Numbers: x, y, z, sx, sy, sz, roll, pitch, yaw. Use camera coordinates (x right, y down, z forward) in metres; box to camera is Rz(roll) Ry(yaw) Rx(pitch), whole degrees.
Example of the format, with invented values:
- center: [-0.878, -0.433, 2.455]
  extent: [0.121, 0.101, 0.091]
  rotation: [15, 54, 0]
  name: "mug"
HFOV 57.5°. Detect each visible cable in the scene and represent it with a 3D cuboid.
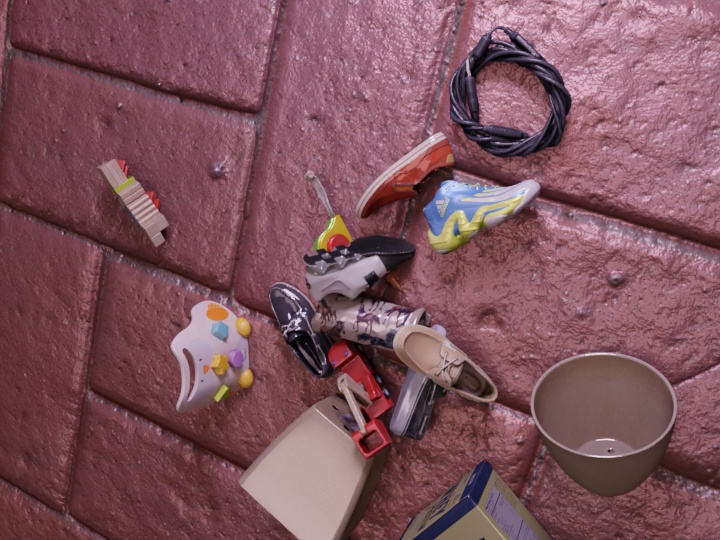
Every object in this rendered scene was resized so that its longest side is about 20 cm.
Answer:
- center: [0.226, -0.258, 1.005]
  extent: [0.201, 0.051, 0.163]
  rotation: [48, 112, 9]
  name: "cable"

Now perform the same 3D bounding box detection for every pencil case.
- center: [0.018, 0.084, 1.125]
  extent: [0.195, 0.090, 0.079]
  rotation: [11, 130, 18]
  name: "pencil case"

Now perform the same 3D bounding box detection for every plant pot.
- center: [-0.057, 0.337, 1.148]
  extent: [0.198, 0.200, 0.179]
  rotation: [36, 97, 14]
  name: "plant pot"

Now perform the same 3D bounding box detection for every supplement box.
- center: [0.191, 0.471, 1.081]
  extent: [0.201, 0.134, 0.200]
  rotation: [48, 112, 9]
  name: "supplement box"

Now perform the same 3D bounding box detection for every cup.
- center: [0.357, 0.243, 0.962]
  extent: [0.195, 0.202, 0.146]
  rotation: [-3, 123, 23]
  name: "cup"

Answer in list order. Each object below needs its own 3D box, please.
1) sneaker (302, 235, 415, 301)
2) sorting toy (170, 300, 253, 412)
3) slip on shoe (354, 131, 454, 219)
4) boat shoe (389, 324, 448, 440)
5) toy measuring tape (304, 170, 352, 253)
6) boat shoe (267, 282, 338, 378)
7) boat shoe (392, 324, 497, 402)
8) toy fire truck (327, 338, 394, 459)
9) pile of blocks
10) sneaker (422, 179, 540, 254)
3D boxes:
- center: [0.000, 0.000, 1.100]
  extent: [0.195, 0.074, 0.091]
  rotation: [-12, 118, -15]
  name: "sneaker"
- center: [-0.290, 0.174, 1.219]
  extent: [0.104, 0.179, 0.206]
  rotation: [1, 99, 22]
  name: "sorting toy"
- center: [0.071, -0.143, 1.080]
  extent: [0.198, 0.074, 0.062]
  rotation: [-36, 87, 19]
  name: "slip on shoe"
- center: [0.114, 0.192, 1.117]
  extent: [0.069, 0.072, 0.204]
  rotation: [20, 102, -7]
  name: "boat shoe"
- center: [-0.065, -0.071, 1.141]
  extent: [0.073, 0.073, 0.203]
  rotation: [-27, 92, 24]
  name: "toy measuring tape"
- center: [-0.110, 0.108, 1.196]
  extent: [0.072, 0.062, 0.202]
  rotation: [-39, 82, 23]
  name: "boat shoe"
- center: [0.138, 0.150, 1.041]
  extent: [0.198, 0.065, 0.073]
  rotation: [36, 84, -22]
  name: "boat shoe"
- center: [-0.003, 0.207, 1.107]
  extent: [0.048, 0.141, 0.202]
  rotation: [-36, 74, 14]
  name: "toy fire truck"
- center: [-0.445, -0.143, 1.315]
  extent: [0.062, 0.082, 0.202]
  rotation: [-36, 92, -20]
  name: "pile of blocks"
- center: [0.179, -0.111, 1.033]
  extent: [0.198, 0.075, 0.107]
  rotation: [-31, 85, 25]
  name: "sneaker"
